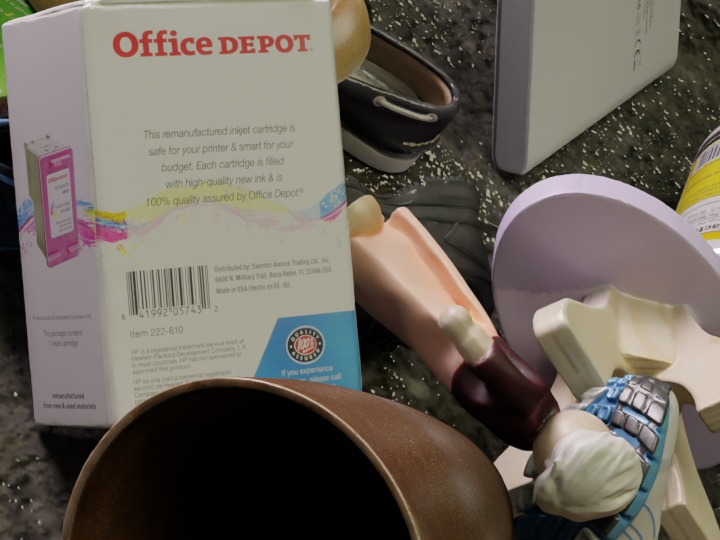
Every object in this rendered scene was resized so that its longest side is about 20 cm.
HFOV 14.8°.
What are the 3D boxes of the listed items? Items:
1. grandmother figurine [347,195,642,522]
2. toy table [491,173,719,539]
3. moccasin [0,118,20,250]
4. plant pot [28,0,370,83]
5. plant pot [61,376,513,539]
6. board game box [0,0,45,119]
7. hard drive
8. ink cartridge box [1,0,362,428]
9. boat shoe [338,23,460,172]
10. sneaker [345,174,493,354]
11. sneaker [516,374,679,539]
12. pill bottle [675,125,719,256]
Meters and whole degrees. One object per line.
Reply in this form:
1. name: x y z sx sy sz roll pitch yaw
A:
1. grandmother figurine: 0.060 0.047 1.370 0.200 0.061 0.121 44 1 21
2. toy table: 0.142 0.060 1.483 0.200 0.184 0.117 43 28 -23
3. moccasin: -0.130 -0.047 1.406 0.199 0.068 0.081 -13 67 -45
4. plant pot: -0.087 -0.160 1.496 0.199 0.028 0.200 12 35 -9
5. plant pot: -0.009 0.130 1.301 0.187 0.187 0.200 56 25 11
6. board game box: -0.168 -0.117 1.445 0.199 0.030 0.096 -14 51 -43
7. hard drive: 0.142 -0.154 1.690 0.026 0.133 0.200 17 31 28
8. ink cartridge box: -0.086 -0.031 1.344 0.144 0.084 0.201 -5 92 -35
9. boat shoe: -0.034 -0.129 1.560 0.200 0.060 0.074 35 43 -13
10. sneaker: 0.000 0.000 1.480 0.199 0.076 0.091 -5 69 -39
11. sneaker: 0.121 0.151 1.409 0.086 0.201 0.075 21 1 -41
12. pill bottle: 0.230 0.005 1.636 0.114 0.114 0.200 38 42 -10
